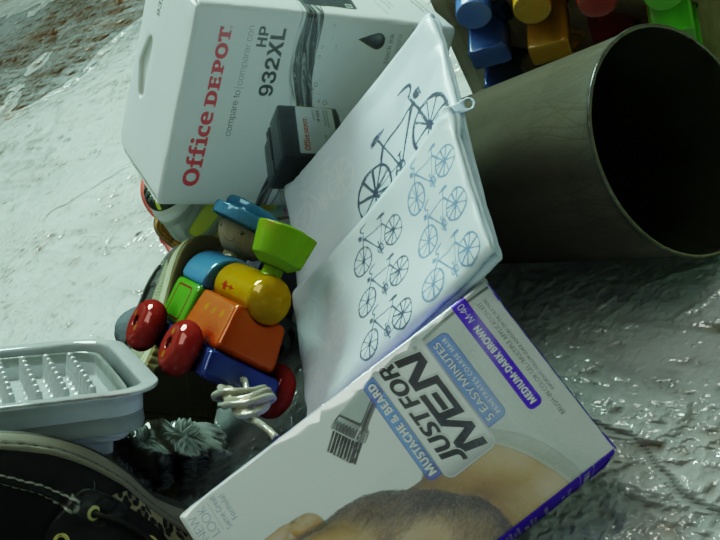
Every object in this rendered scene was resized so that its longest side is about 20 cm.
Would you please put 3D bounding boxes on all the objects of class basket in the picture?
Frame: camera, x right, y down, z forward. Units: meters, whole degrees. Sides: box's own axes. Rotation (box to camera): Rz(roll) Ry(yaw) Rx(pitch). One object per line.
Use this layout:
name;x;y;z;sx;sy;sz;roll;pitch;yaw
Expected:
basket;0.126;-0.068;0.767;0.199;0.179;0.138;-7;76;48

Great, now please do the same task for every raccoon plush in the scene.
raccoon plush;-0.177;0.176;0.741;0.097;0.198;0.135;55;127;36

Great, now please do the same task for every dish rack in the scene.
dish rack;-0.223;0.079;0.666;0.197;0.044;0.171;-5;8;-21

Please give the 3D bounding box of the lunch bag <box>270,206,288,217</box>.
lunch bag;-0.030;-0.102;1.027;0.159;0.078;0.201;-24;30;13

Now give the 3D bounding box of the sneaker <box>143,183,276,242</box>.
sneaker;-0.086;-0.093;0.936;0.200;0.077;0.075;-43;39;-23

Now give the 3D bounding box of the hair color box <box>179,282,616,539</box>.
hair color box;0.020;0.113;0.605;0.199;0.065;0.110;-38;72;-1

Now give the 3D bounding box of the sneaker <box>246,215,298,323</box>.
sneaker;0.000;0.000;0.858;0.108;0.071;0.199;34;29;19

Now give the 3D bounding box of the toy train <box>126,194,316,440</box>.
toy train;-0.060;0.022;0.691;0.199;0.084;0.117;18;82;62

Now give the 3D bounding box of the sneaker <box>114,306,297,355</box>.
sneaker;-0.135;0.020;0.928;0.198;0.088;0.075;-5;38;37

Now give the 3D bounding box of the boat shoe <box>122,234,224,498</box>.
boat shoe;-0.139;0.074;0.828;0.066;0.071;0.203;-2;70;63

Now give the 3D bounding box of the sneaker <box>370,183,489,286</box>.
sneaker;0.041;0.031;0.724;0.077;0.080;0.202;1;54;-15

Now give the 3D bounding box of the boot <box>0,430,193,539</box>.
boot;-0.139;0.177;0.587;0.073;0.199;0.152;-35;39;24

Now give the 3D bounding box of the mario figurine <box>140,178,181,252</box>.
mario figurine;-0.136;-0.064;1.052;0.123;0.106;0.200;-36;13;-1

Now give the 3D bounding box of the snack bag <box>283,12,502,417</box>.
snack bag;0.008;-0.033;0.696;0.189;0.021;0.202;-47;39;40

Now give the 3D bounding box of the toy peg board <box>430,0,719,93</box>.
toy peg board;0.158;-0.160;0.824;0.197;0.201;0.099;-12;49;20

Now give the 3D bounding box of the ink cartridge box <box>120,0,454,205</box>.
ink cartridge box;-0.052;-0.127;0.819;0.198;0.146;0.084;-1;34;-31
